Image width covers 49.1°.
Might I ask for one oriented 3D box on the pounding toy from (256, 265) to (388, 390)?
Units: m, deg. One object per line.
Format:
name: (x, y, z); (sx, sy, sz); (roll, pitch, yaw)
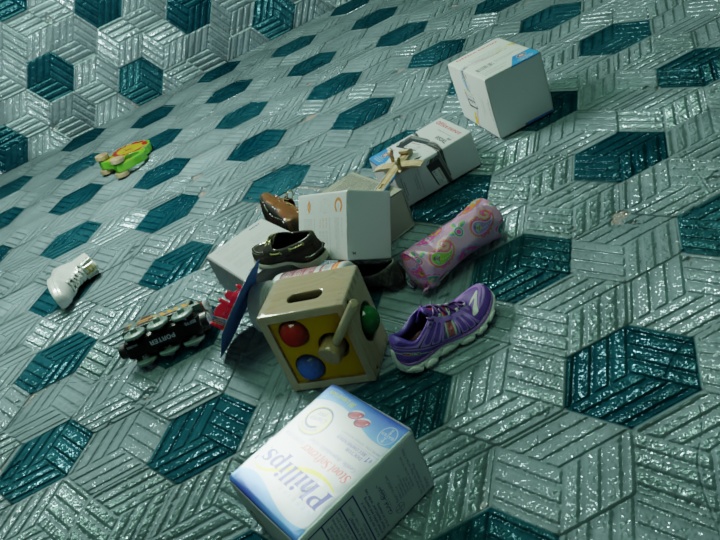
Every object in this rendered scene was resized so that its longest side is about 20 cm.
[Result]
pounding toy: (-0.048, 0.093, 1.245); (0.196, 0.186, 0.143); (-10, 33, 23)

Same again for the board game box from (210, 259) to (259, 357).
board game box: (-0.236, 0.063, 1.435); (0.038, 0.201, 0.160); (23, 64, -1)

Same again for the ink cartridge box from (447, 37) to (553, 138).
ink cartridge box: (0.318, -0.421, 1.804); (0.145, 0.146, 0.200); (-27, 30, -5)

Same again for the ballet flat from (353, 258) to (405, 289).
ballet flat: (0.000, 0.000, 1.479); (0.197, 0.058, 0.067); (-1, 36, 35)

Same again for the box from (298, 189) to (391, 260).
box: (-0.033, -0.084, 1.498); (0.096, 0.127, 0.199); (-3, 3, -30)

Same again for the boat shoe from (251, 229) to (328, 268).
boat shoe: (-0.142, -0.046, 1.490); (0.199, 0.061, 0.072); (1, 37, 44)

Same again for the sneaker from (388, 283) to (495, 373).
sneaker: (0.130, 0.079, 1.236); (0.199, 0.084, 0.080); (-35, 32, -18)

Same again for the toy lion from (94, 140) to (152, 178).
toy lion: (-0.778, -0.385, 2.649); (0.191, 0.070, 0.198); (-35, 31, -30)

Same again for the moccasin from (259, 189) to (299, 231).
moccasin: (-0.174, -0.137, 1.805); (0.077, 0.075, 0.201); (-25, 26, -20)

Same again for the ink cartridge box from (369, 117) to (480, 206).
ink cartridge box: (0.139, -0.238, 1.715); (0.198, 0.085, 0.145); (-30, 31, -10)

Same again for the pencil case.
pencil case: (0.164, -0.046, 1.409); (0.199, 0.088, 0.087); (-36, 32, -17)

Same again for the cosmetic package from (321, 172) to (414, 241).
cosmetic package: (0.010, -0.127, 1.636); (0.103, 0.088, 0.199); (-33, 30, -17)

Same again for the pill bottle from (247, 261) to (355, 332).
pill bottle: (-0.098, 0.052, 1.418); (0.196, 0.111, 0.110); (-10, 33, 24)

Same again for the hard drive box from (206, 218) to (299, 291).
hard drive box: (-0.207, -0.018, 1.638); (0.155, 0.078, 0.199); (-36, 33, -19)

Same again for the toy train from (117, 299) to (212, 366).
toy train: (-0.384, 0.116, 1.566); (0.197, 0.086, 0.114); (-22, 21, 5)

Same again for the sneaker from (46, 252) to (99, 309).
sneaker: (-0.709, 0.015, 1.961); (0.114, 0.074, 0.200); (-31, 29, -3)

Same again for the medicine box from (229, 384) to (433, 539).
medicine box: (-0.039, 0.276, 1.038); (0.199, 0.104, 0.181); (-39, 33, -23)

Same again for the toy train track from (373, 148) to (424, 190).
toy train track: (0.056, -0.201, 1.598); (0.113, 0.033, 0.201); (-3, 36, 33)
